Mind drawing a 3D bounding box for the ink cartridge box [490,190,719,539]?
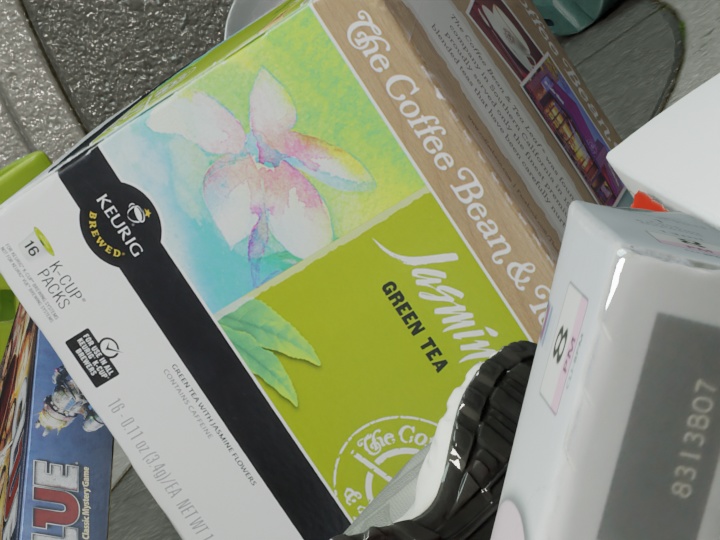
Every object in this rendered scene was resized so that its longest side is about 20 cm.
[{"bbox_3d":[0.048,0.063,0.615,0.200,0.057,0.164,-129,52,-79],"label":"ink cartridge box"}]

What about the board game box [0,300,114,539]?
[{"bbox_3d":[-0.128,0.093,0.982,0.201,0.034,0.136,-92,19,-45],"label":"board game box"}]

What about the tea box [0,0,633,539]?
[{"bbox_3d":[0.000,0.000,0.936,0.196,0.201,0.134,-31,8,26],"label":"tea box"}]

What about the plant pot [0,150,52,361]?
[{"bbox_3d":[-0.304,0.032,2.058,0.200,0.182,0.199,-37,8,-13],"label":"plant pot"}]

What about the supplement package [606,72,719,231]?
[{"bbox_3d":[0.173,-0.023,0.683,0.155,0.111,0.200,-35,8,2],"label":"supplement package"}]

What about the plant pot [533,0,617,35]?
[{"bbox_3d":[0.187,-0.312,2.049,0.196,0.200,0.200,-49,14,-31],"label":"plant pot"}]

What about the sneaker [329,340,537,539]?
[{"bbox_3d":[0.016,0.107,0.773,0.200,0.074,0.079,-44,-8,-45],"label":"sneaker"}]

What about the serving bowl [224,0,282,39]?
[{"bbox_3d":[-0.052,-0.263,2.805,0.199,0.201,0.066,-34,-25,5],"label":"serving bowl"}]
